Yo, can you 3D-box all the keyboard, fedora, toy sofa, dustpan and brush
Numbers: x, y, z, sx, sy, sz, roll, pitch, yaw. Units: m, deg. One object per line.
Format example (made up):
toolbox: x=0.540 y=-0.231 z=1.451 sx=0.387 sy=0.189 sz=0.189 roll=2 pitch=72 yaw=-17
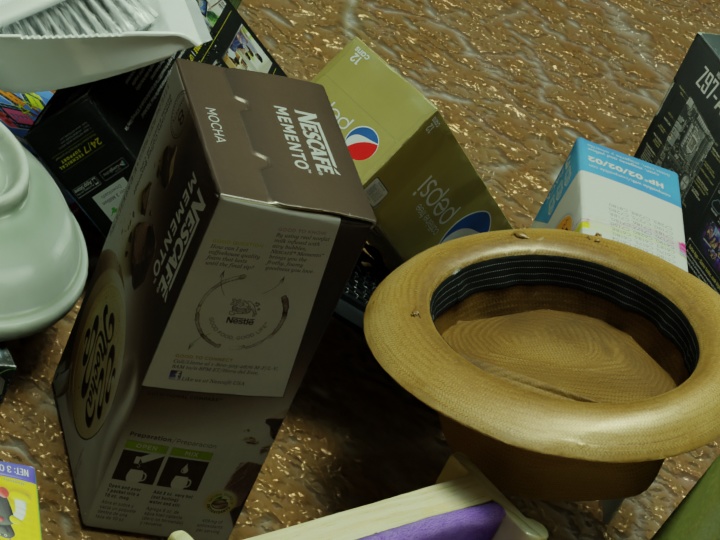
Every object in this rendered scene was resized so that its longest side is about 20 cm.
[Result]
keyboard: x=0.000 y=0.000 z=1.425 sx=0.200 sy=0.040 sz=0.104 roll=33 pitch=12 yaw=-46
fedora: x=0.097 y=0.056 z=1.332 sx=0.199 sy=0.082 sz=0.201 roll=2 pitch=34 yaw=-1
toy sofa: x=-0.002 y=0.159 z=1.229 sx=0.199 sy=0.083 sz=0.098 roll=-11 pitch=45 yaw=-44
dustpan and brush: x=-0.186 y=-0.126 z=1.397 sx=0.199 sy=0.058 sz=0.140 roll=-21 pitch=24 yaw=-2

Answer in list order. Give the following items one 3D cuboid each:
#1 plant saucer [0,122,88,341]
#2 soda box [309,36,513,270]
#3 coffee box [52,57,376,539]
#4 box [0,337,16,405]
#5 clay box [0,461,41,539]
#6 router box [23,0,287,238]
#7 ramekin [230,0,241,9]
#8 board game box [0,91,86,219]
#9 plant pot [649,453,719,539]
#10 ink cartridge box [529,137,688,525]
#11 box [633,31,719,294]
plant saucer: x=-0.221 y=-0.046 z=1.331 sx=0.199 sy=0.050 sz=0.201 roll=21 pitch=30 yaw=-13
soda box: x=0.025 y=-0.045 z=1.462 sx=0.068 sy=0.064 sz=0.200 roll=43 pitch=-4 yaw=27
coffee box: x=-0.074 y=0.016 z=1.276 sx=0.079 sy=0.201 sz=0.113 roll=10 pitch=35 yaw=-23
box: x=-0.264 y=-0.008 z=1.330 sx=0.136 sy=0.040 sz=0.200 roll=3 pitch=38 yaw=-32
clay box: x=-0.190 y=0.155 z=1.137 sx=0.114 sy=0.048 sz=0.201 roll=12 pitch=33 yaw=-20
router box: x=-0.093 y=-0.071 z=1.474 sx=0.149 sy=0.051 sz=0.200 roll=52 pitch=28 yaw=-16
ramekin: x=-0.155 y=-0.204 z=1.639 sx=0.199 sy=0.098 sz=0.201 roll=18 pitch=33 yaw=-12
board game box: x=-0.224 y=-0.093 z=1.505 sx=0.200 sy=0.020 sz=0.103 roll=36 pitch=34 yaw=16
plant pot: x=0.212 y=0.159 z=1.283 sx=0.199 sy=0.185 sz=0.201 roll=18 pitch=32 yaw=-12
ink cartridge box: x=0.126 y=0.031 z=1.475 sx=0.067 sy=0.116 sz=0.200 roll=20 pitch=31 yaw=-10
box: x=0.224 y=-0.017 z=1.572 sx=0.043 sy=0.161 sz=0.200 roll=4 pitch=37 yaw=-31
